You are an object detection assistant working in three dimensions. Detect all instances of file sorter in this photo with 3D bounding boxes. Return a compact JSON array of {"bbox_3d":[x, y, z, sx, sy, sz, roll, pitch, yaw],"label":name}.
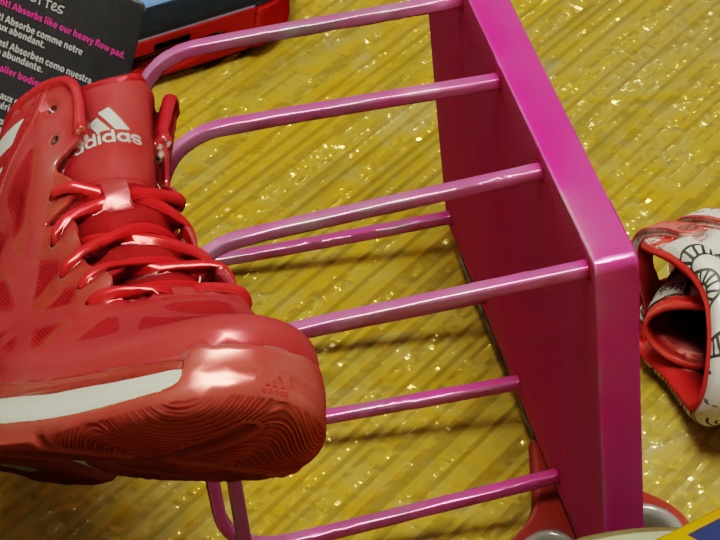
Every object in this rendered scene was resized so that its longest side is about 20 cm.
[{"bbox_3d":[0.000,0.000,0.795,0.125,0.139,0.200,-12,40,-7],"label":"file sorter"}]

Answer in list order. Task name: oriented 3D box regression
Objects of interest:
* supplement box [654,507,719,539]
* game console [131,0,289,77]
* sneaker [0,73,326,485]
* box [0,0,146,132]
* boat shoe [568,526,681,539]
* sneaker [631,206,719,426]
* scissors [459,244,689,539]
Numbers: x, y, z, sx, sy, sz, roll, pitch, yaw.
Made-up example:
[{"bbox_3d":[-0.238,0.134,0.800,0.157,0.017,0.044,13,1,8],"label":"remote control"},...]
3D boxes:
[{"bbox_3d":[0.060,0.157,0.629,0.200,0.110,0.109,-22,33,-29],"label":"supplement box"},{"bbox_3d":[-0.144,-0.123,1.018,0.200,0.031,0.177,-20,46,-27],"label":"game console"},{"bbox_3d":[-0.068,-0.004,0.673,0.078,0.116,0.200,10,-10,-30],"label":"sneaker"},{"bbox_3d":[-0.190,-0.064,0.776,0.200,0.115,0.132,23,-12,-36],"label":"box"},{"bbox_3d":[0.025,0.132,0.709,0.200,0.073,0.065,-19,52,-15],"label":"boat shoe"},{"bbox_3d":[0.145,-0.020,0.896,0.108,0.067,0.201,2,43,-7],"label":"sneaker"},{"bbox_3d":[0.072,0.056,0.842,0.073,0.014,0.200,-1,39,-1],"label":"scissors"}]
